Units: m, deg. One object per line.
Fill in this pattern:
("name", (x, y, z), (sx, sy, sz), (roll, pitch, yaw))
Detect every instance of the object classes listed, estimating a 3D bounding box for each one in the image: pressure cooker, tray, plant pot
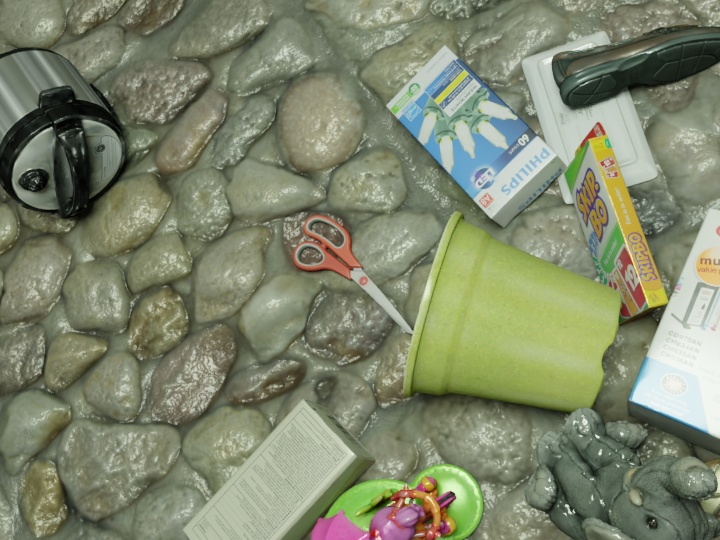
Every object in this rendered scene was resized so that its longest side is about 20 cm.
("pressure cooker", (-0.415, -0.174, 1.112), (0.179, 0.176, 0.200), (-44, 62, 6))
("tray", (0.262, -0.183, 0.969), (0.107, 0.022, 0.200), (-17, 69, 14))
("plant pot", (0.159, 0.060, 0.854), (0.184, 0.200, 0.201), (16, 80, 11))

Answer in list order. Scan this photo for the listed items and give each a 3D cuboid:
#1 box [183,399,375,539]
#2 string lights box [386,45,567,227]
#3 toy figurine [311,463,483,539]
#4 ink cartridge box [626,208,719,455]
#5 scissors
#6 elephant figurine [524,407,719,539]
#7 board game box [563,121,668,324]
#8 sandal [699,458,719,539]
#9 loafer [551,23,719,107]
("box", (-0.089, 0.250, 0.929), (0.200, 0.078, 0.095), (-46, 66, 1))
("string lights box", (0.134, -0.158, 0.978), (0.103, 0.059, 0.200), (-45, 65, 12))
("toy figurine", (0.027, 0.268, 0.821), (0.200, 0.184, 0.150), (-37, 72, 2))
("ink cartridge box", (0.362, 0.070, 0.792), (0.147, 0.145, 0.200), (22, 82, 23))
("scissors", (0.000, 0.000, 1.007), (0.200, 0.014, 0.073), (31, 84, 25))
("elephant figurine", (0.246, 0.215, 0.730), (0.142, 0.155, 0.200), (-66, 27, 1))
("board game box", (0.262, -0.048, 0.875), (0.030, 0.096, 0.200), (-12, 77, -6))
("sandal", (0.329, 0.276, 0.799), (0.080, 0.054, 0.200), (11, 93, 27))
("loafer", (0.313, -0.245, 0.932), (0.200, 0.072, 0.063), (-17, 64, 0))
